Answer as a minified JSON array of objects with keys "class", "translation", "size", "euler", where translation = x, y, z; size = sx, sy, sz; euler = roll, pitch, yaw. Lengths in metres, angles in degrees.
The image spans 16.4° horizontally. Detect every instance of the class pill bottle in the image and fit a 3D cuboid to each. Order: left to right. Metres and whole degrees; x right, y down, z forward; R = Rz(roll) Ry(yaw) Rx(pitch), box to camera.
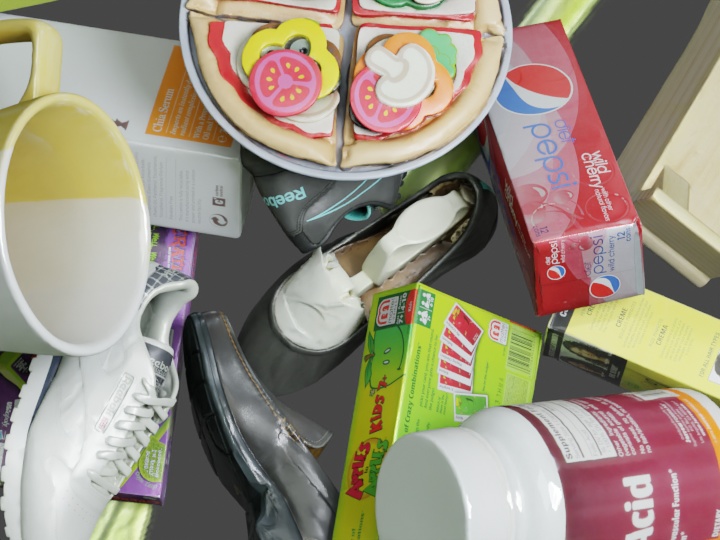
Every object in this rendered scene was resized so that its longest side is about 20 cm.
[{"class":"pill bottle","translation":[0.116,0.132,1.440],"size":[0.199,0.114,0.115],"euler":[-4,69,-32]}]

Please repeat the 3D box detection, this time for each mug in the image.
[{"class":"mug","translation":[-0.219,-0.033,1.463],"size":[0.152,0.150,0.187],"euler":[-6,44,29]}]

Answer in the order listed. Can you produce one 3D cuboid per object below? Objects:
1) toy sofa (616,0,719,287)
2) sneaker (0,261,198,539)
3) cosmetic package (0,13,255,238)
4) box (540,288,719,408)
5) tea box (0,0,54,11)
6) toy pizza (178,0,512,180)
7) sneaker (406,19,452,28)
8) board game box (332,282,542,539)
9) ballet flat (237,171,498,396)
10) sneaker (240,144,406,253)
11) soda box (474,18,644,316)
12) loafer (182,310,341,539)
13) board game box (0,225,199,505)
[{"class":"toy sofa","translation":[0.238,-0.094,1.581],"size":[0.083,0.098,0.201],"euler":[36,74,-14]},{"class":"sneaker","translation":[-0.155,0.087,1.483],"size":[0.080,0.076,0.201],"euler":[6,73,17]},{"class":"cosmetic package","translation":[-0.161,-0.093,1.562],"size":[0.199,0.072,0.102],"euler":[8,46,4]},{"class":"box","translation":[0.212,0.061,1.526],"size":[0.199,0.075,0.050],"euler":[23,75,6]},{"class":"tea box","translation":[-0.267,-0.272,1.578],"size":[0.195,0.134,0.201],"euler":[-12,52,-5]},{"class":"toy pizza","translation":[-0.008,-0.148,1.475],"size":[0.199,0.032,0.202],"euler":[1,67,-3]},{"class":"sneaker","translation":[-0.020,-0.157,1.568],"size":[0.199,0.080,0.072],"euler":[16,66,30]},{"class":"board game box","translation":[0.044,0.120,1.494],"size":[0.101,0.047,0.201],"euler":[21,68,-32]},{"class":"ballet flat","translation":[0.000,0.000,1.549],"size":[0.200,0.068,0.068],"euler":[-39,75,-11]},{"class":"sneaker","translation":[-0.001,-0.078,1.551],"size":[0.200,0.075,0.080],"euler":[-34,108,-46]},{"class":"soda box","translation":[0.115,-0.066,1.529],"size":[0.070,0.064,0.201],"euler":[-11,43,-4]},{"class":"loafer","translation":[-0.050,0.113,1.517],"size":[0.072,0.073,0.201],"euler":[-20,82,-15]},{"class":"board game box","translation":[-0.168,0.041,1.558],"size":[0.119,0.032,0.201],"euler":[5,72,5]}]
